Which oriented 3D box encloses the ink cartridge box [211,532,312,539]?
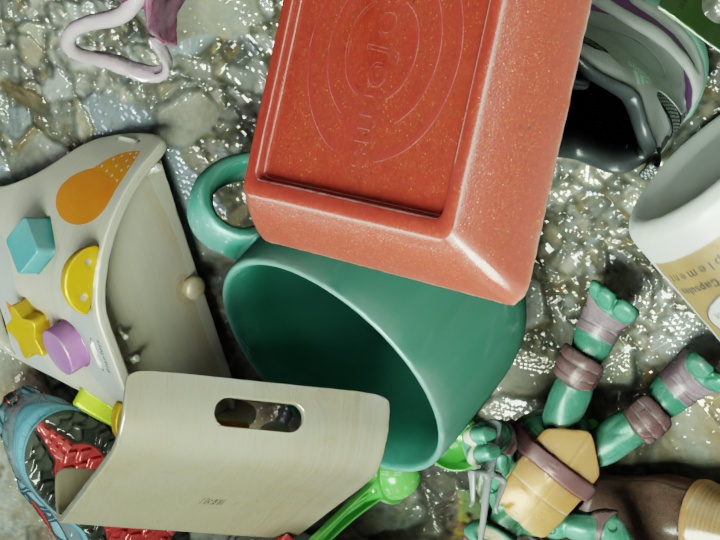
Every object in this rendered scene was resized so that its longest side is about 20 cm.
[{"bbox_3d":[-0.012,0.262,1.200,0.198,0.083,0.148,13,125,18],"label":"ink cartridge box"}]

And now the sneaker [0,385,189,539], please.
[{"bbox_3d":[-0.184,0.151,1.227,0.095,0.079,0.201,31,150,47],"label":"sneaker"}]

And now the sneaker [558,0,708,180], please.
[{"bbox_3d":[0.076,-0.119,0.877,0.199,0.140,0.078,33,129,0],"label":"sneaker"}]

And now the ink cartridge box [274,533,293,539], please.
[{"bbox_3d":[-0.053,0.237,1.088,0.116,0.067,0.200,48,137,-8],"label":"ink cartridge box"}]

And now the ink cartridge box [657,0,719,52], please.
[{"bbox_3d":[0.244,-0.105,0.836,0.199,0.104,0.059,34,128,0],"label":"ink cartridge box"}]

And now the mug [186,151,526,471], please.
[{"bbox_3d":[0.009,0.004,0.987,0.151,0.114,0.186,4,133,49],"label":"mug"}]

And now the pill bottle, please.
[{"bbox_3d":[0.239,0.015,0.909,0.200,0.115,0.114,47,127,-10],"label":"pill bottle"}]

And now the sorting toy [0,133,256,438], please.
[{"bbox_3d":[-0.182,0.020,1.130,0.179,0.107,0.202,10,127,41],"label":"sorting toy"}]

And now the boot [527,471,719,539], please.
[{"bbox_3d":[0.186,0.203,1.100,0.165,0.072,0.202,11,127,32],"label":"boot"}]

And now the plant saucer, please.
[{"bbox_3d":[0.018,-0.100,0.849,0.199,0.036,0.202,15,93,48],"label":"plant saucer"}]

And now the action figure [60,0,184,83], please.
[{"bbox_3d":[-0.106,-0.165,0.899,0.133,0.200,0.151,9,98,-30],"label":"action figure"}]

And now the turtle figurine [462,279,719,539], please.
[{"bbox_3d":[0.110,0.113,1.005,0.149,0.101,0.201,33,93,-25],"label":"turtle figurine"}]

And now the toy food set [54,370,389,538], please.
[{"bbox_3d":[-0.083,0.100,1.007,0.142,0.061,0.200,7,156,-18],"label":"toy food set"}]

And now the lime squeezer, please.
[{"bbox_3d":[0.043,0.124,1.079,0.198,0.071,0.038,-22,130,-12],"label":"lime squeezer"}]
